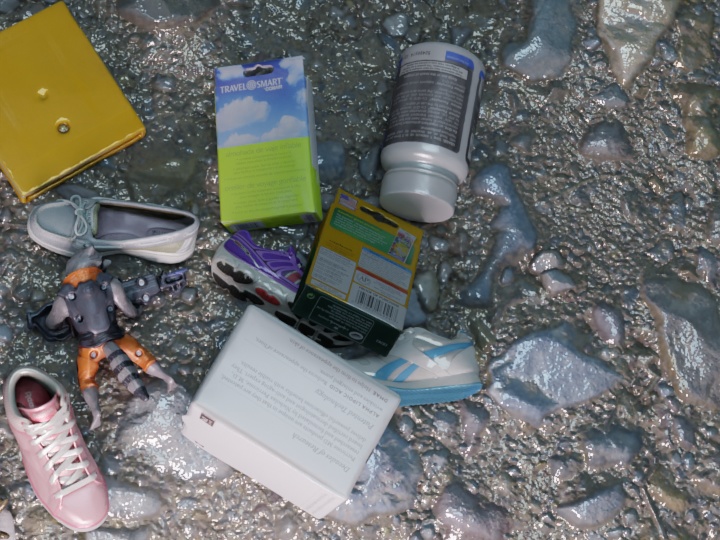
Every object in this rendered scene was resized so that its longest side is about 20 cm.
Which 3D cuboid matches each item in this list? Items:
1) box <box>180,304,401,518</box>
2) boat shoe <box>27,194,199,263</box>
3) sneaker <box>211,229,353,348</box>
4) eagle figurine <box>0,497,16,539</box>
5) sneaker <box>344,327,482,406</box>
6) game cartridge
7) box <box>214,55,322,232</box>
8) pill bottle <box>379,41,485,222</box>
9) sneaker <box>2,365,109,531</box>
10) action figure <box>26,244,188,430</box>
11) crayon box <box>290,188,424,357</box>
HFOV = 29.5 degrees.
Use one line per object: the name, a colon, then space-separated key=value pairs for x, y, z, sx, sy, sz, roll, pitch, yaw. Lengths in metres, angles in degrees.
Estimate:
box: x=-0.083 y=0.163 z=1.526 sx=0.199 sy=0.199 sz=0.132 roll=32 pitch=71 yaw=-1
boat shoe: x=-0.291 y=-0.055 z=1.613 sx=0.199 sy=0.065 sz=0.075 roll=9 pitch=57 yaw=-10
sneaker: x=-0.080 y=0.017 z=1.637 sx=0.199 sy=0.081 sz=0.084 roll=35 pitch=58 yaw=-3
eagle figurine: x=-0.471 y=0.240 z=1.485 sx=0.199 sy=0.153 sz=0.151 roll=26 pitch=23 yaw=28
sneaker: x=0.045 y=0.115 z=1.637 sx=0.197 sy=0.077 sz=0.082 roll=-1 pitch=65 yaw=-17
game cartridge: x=-0.387 y=-0.208 z=1.667 sx=0.175 sy=0.032 sz=0.201 roll=-31 pitch=79 yaw=-17
box: x=-0.115 y=-0.155 z=1.676 sx=0.120 sy=0.048 sz=0.203 roll=-7 pitch=75 yaw=8
pill bottle: x=0.087 y=-0.170 z=1.702 sx=0.112 sy=0.114 sz=0.202 roll=14 pitch=71 yaw=-7
sneaker: x=-0.342 y=0.195 z=1.518 sx=0.075 sy=0.105 sz=0.202 roll=-25 pitch=81 yaw=-19
action figure: x=-0.274 y=0.057 z=1.574 sx=0.198 sy=0.105 sz=0.195 roll=-26 pitch=89 yaw=-16
crayon box: x=0.000 y=0.000 z=1.630 sx=0.125 sy=0.052 sz=0.201 roll=26 pitch=38 yaw=-7
